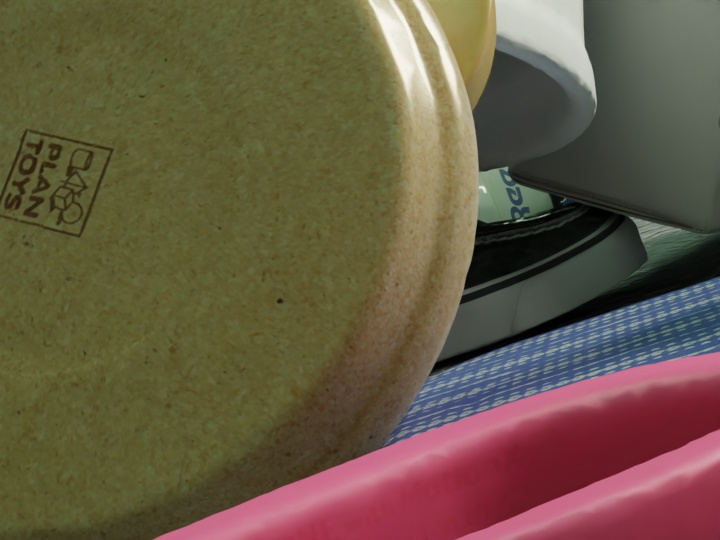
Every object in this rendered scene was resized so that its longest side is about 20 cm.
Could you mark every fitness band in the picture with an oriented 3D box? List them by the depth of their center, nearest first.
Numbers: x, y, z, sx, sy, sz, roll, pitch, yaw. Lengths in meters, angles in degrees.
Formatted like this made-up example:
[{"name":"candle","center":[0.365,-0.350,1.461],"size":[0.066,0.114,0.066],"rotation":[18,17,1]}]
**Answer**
[{"name":"fitness band","center":[0.020,0.048,0.423],"size":[0.199,0.038,0.143],"rotation":[-18,5,-33]}]

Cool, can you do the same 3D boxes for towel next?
[{"name":"towel","center":[0.077,0.025,0.633],"size":[0.144,0.024,0.200],"rotation":[-17,2,6]}]

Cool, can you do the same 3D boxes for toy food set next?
[{"name":"toy food set","center":[-0.066,-0.014,0.612],"size":[0.197,0.201,0.049],"rotation":[-2,-21,15]}]

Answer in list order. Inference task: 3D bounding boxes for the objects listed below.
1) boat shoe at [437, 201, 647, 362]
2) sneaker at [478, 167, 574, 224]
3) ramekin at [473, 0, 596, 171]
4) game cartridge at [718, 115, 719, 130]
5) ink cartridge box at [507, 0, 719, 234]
[{"name":"boat shoe","center":[-0.001,0.000,0.861],"size":[0.198,0.068,0.074],"rotation":[-17,5,-8]},{"name":"sneaker","center":[-0.008,-0.047,0.955],"size":[0.115,0.199,0.081],"rotation":[-40,-20,-53]},{"name":"ramekin","center":[-0.022,-0.100,0.814],"size":[0.199,0.098,0.201],"rotation":[4,-12,1]},{"name":"game cartridge","center":[0.178,-0.047,0.585],"size":[0.133,0.042,0.200],"rotation":[-36,16,-23]},{"name":"ink cartridge box","center":[0.144,-0.103,0.922],"size":[0.082,0.147,0.200],"rotation":[17,17,29]}]
